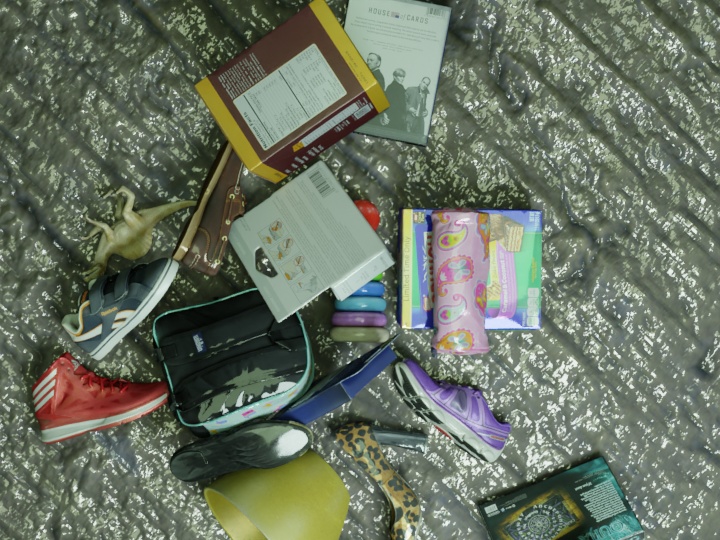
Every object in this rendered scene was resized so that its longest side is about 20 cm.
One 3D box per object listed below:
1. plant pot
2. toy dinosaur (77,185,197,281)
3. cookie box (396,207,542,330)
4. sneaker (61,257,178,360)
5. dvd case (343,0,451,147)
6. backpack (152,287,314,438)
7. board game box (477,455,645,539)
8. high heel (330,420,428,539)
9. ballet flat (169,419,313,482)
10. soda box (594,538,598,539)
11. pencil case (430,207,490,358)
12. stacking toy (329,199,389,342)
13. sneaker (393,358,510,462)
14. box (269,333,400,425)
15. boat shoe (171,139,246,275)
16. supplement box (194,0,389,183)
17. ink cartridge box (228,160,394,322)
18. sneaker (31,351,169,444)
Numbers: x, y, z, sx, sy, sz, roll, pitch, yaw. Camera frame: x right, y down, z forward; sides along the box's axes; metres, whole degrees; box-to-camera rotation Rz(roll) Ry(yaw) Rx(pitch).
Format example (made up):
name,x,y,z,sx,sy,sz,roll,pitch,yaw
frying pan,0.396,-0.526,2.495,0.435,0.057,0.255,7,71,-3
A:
name,x,y,z,sx,sy,sz,roll,pitch,yaw
plant pot,-0.098,0.329,1.498,0.142,0.200,0.200,-40,93,-25
toy dinosaur,-0.325,-0.069,1.538,0.200,0.058,0.101,-38,110,-10
cookie box,0.153,-0.003,1.545,0.198,0.075,0.173,0,92,-2
sneaker,-0.333,0.041,1.484,0.079,0.079,0.200,39,115,-19
dvd case,0.040,-0.291,1.557,0.149,0.025,0.202,11,91,-3
backpack,-0.161,0.122,1.481,0.199,0.153,0.177,-22,68,3
board game box,0.283,0.358,1.542,0.199,0.136,0.028,-21,136,-2
high heel,0.016,0.318,1.542,0.141,0.071,0.202,10,75,-10
ballet flat,-0.160,0.235,1.450,0.198,0.057,0.067,-13,97,5
soda box,0.328,0.449,1.508,0.067,0.200,0.064,-26,50,3
pencil case,0.133,0.016,1.467,0.087,0.087,0.202,0,93,-3
stacking toy,0.000,0.000,1.537,0.085,0.085,0.202,1,88,-3
sneaker,0.131,0.189,1.561,0.200,0.081,0.084,40,73,-10
box,-0.030,0.157,1.465,0.200,0.121,0.033,-35,92,40
boat shoe,-0.195,-0.088,1.514,0.070,0.070,0.201,25,71,-14
supplement box,-0.084,-0.232,1.449,0.199,0.197,0.133,-34,87,5
ink cartridge box,-0.074,-0.034,1.491,0.173,0.044,0.200,-35,53,0
sneaker,-0.367,0.161,1.521,0.198,0.078,0.116,-18,94,-4
